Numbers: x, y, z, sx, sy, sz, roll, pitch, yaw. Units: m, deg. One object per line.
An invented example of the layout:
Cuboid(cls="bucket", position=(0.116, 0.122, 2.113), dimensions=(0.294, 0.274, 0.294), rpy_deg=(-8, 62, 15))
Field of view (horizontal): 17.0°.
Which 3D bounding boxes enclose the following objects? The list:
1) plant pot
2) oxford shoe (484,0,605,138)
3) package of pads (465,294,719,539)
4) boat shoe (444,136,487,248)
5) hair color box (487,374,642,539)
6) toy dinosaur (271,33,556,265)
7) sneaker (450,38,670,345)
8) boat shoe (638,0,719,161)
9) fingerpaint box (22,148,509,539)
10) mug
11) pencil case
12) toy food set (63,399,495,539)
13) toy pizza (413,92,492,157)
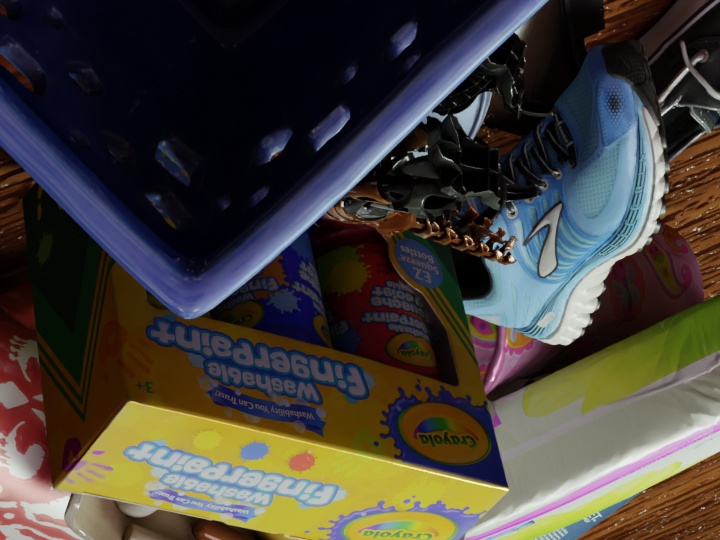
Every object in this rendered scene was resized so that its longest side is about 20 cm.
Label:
Cuboid(cls="plant pot", position=(-0.051, -0.136, 0.881), dimensions=(0.200, 0.200, 0.180), rpy_deg=(-41, -169, 14))
Cuboid(cls="oxford shoe", position=(0.077, -0.100, 1.201), dimensions=(0.084, 0.073, 0.200), rpy_deg=(-20, 140, -3))
Cuboid(cls="package of pads", position=(0.134, 0.090, 1.339), dimensions=(0.199, 0.069, 0.155), rpy_deg=(-25, 167, 3))
Cuboid(cls="boat shoe", position=(0.000, 0.000, 1.264), dimensions=(0.072, 0.076, 0.200), rpy_deg=(9, 132, -50))
Cuboid(cls="hair color box", position=(0.101, 0.122, 1.490), dimensions=(0.200, 0.100, 0.061), rpy_deg=(-37, 131, 8))
Cuboid(cls="toy dinosaur", position=(0.009, -0.064, 1.089), dimensions=(0.135, 0.103, 0.199), rpy_deg=(-14, 163, 37))
Cuboid(cls="sneaker", position=(0.088, -0.033, 1.173), dimensions=(0.089, 0.079, 0.200), rpy_deg=(5, 140, -16))
Cuboid(cls="boat shoe", position=(0.180, -0.101, 1.282), dimensions=(0.199, 0.068, 0.074), rpy_deg=(-37, 149, 8))
Cuboid(cls="fingerpaint box", position=(-0.044, 0.032, 1.098), dimensions=(0.199, 0.168, 0.073), rpy_deg=(16, 134, -30))
Cuboid(cls="mug", position=(-0.156, 0.068, 1.208), dimensions=(0.133, 0.179, 0.200), rpy_deg=(-6, 159, 34))
Cuboid(cls="pencil case", position=(0.106, 0.018, 1.352), dimensions=(0.199, 0.088, 0.088), rpy_deg=(-10, 144, -46))
Cuboid(cls="toy food set", position=(-0.035, 0.089, 1.166), dimensions=(0.199, 0.144, 0.060), rpy_deg=(27, 151, -21))
Cuboid(cls="toy pizza", position=(-0.035, -0.080, 1.133), dimensions=(0.199, 0.032, 0.201), rpy_deg=(-11, 141, -9))
